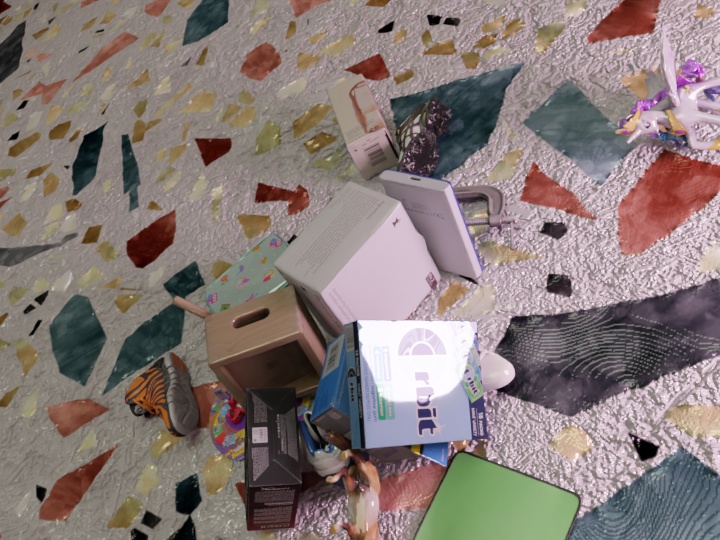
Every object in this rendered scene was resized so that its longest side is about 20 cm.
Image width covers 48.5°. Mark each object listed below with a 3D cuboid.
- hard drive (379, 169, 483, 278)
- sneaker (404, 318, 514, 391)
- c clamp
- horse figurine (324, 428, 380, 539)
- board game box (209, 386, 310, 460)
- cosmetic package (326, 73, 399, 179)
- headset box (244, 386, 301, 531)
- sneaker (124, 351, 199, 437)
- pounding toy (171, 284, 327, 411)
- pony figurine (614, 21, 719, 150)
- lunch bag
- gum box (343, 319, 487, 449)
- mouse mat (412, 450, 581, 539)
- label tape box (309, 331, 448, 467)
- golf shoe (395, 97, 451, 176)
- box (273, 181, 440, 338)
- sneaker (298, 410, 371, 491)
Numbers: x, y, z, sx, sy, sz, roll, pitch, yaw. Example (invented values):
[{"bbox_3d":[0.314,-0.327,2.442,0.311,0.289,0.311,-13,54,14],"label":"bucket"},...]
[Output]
[{"bbox_3d":[0.118,-0.075,1.311,0.132,0.200,0.025,17,58,38],"label":"hard drive"},{"bbox_3d":[0.137,0.123,1.215,0.200,0.085,0.073,12,43,36],"label":"sneaker"},{"bbox_3d":[0.174,-0.099,1.390,0.200,0.027,0.171,1,43,16],"label":"c clamp"},{"bbox_3d":[-0.006,0.315,1.081,0.050,0.133,0.200,-13,69,19],"label":"horse figurine"},{"bbox_3d":[-0.181,0.224,1.357,0.200,0.039,0.158,-30,45,7],"label":"board game box"},{"bbox_3d":[0.006,-0.295,1.625,0.087,0.103,0.200,-26,48,8],"label":"cosmetic package"},{"bbox_3d":[-0.133,0.285,1.182,0.077,0.200,0.149,-1,53,-8],"label":"headset box"},{"bbox_3d":[-0.358,0.244,1.433,0.112,0.078,0.200,-36,34,6],"label":"sneaker"},{"bbox_3d":[-0.174,0.115,1.296,0.200,0.184,0.142,-20,46,5],"label":"pounding toy"},{"bbox_3d":[0.522,-0.279,1.295,0.200,0.167,0.193,6,65,16],"label":"pony figurine"},{"bbox_3d":[-0.186,0.032,1.490,0.200,0.077,0.160,-40,44,-4],"label":"lunch bag"},{"bbox_3d":[0.078,0.156,1.113,0.045,0.200,0.170,-24,68,60],"label":"gum box"},{"bbox_3d":[0.181,0.341,1.077,0.200,0.008,0.161,14,63,36],"label":"mouse mat"},{"bbox_3d":[0.035,0.197,1.168,0.063,0.200,0.144,-42,24,39],"label":"label tape box"},{"bbox_3d":[0.107,-0.243,1.556,0.094,0.078,0.200,-6,48,48],"label":"golf shoe"},{"bbox_3d":[0.000,0.000,1.320,0.131,0.199,0.200,27,70,43],"label":"box"},{"bbox_3d":[-0.037,0.221,1.202,0.080,0.147,0.200,-17,48,18],"label":"sneaker"}]
